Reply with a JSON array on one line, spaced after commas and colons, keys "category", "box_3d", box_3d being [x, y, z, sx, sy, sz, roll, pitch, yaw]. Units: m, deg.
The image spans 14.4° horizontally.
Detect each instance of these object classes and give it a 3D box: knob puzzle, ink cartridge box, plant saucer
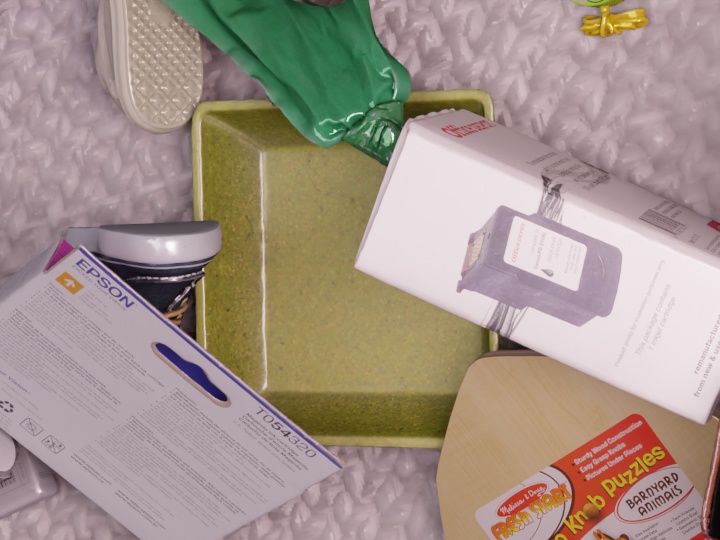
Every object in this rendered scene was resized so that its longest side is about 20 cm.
[{"category": "knob puzzle", "box_3d": [0.128, 0.124, 1.549, 0.219, 0.030, 0.220, 10, 115, 22]}, {"category": "ink cartridge box", "box_3d": [-0.124, 0.070, 1.617, 0.196, 0.043, 0.200, 41, 140, -14]}, {"category": "ink cartridge box", "box_3d": [0.111, -0.006, 1.481, 0.199, 0.145, 0.085, 25, 100, 9]}, {"category": "plant saucer", "box_3d": [0.000, 0.000, 1.633, 0.199, 0.048, 0.201, -1, 91, 30]}]

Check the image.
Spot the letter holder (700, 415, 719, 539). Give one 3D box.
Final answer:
[{"category": "letter holder", "box_3d": [0.249, 0.126, 1.407, 0.100, 0.200, 0.143, 17, 100, 28]}]

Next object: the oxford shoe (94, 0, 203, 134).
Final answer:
[{"category": "oxford shoe", "box_3d": [-0.126, -0.181, 1.692, 0.058, 0.075, 0.201, -178, 88, -66]}]

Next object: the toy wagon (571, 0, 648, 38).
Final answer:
[{"category": "toy wagon", "box_3d": [0.123, -0.228, 1.558, 0.155, 0.040, 0.201, -8, 88, 30]}]

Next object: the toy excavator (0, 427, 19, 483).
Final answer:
[{"category": "toy excavator", "box_3d": [-0.280, 0.026, 1.721, 0.100, 0.195, 0.200, -24, 114, 29]}]

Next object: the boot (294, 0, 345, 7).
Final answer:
[{"category": "boot", "box_3d": [-0.047, -0.235, 1.622, 0.130, 0.068, 0.201, -1, 64, 32]}]

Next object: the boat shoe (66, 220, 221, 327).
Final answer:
[{"category": "boat shoe", "box_3d": [-0.124, 0.018, 1.648, 0.200, 0.071, 0.091, 180, 87, -73]}]

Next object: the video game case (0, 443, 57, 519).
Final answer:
[{"category": "video game case", "box_3d": [-0.301, 0.093, 1.825, 0.200, 0.023, 0.183, -26, 79, 29]}]

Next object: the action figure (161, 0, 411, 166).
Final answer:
[{"category": "action figure", "box_3d": [-0.025, -0.124, 1.600, 0.118, 0.055, 0.200, -32, 50, -3]}]
